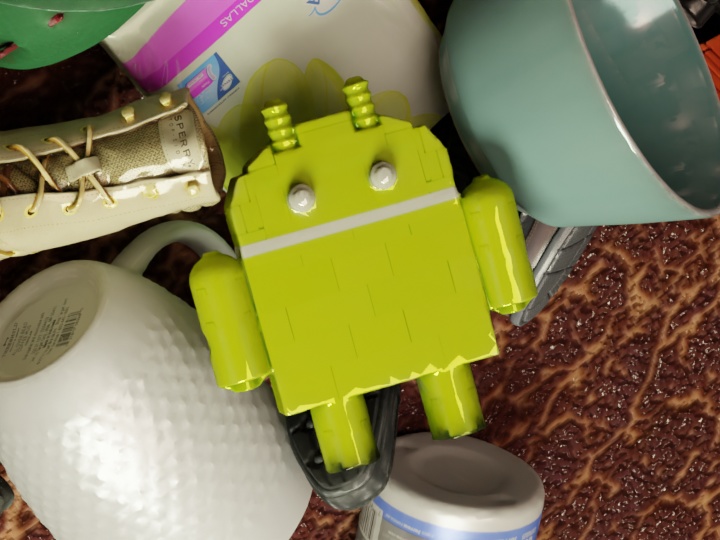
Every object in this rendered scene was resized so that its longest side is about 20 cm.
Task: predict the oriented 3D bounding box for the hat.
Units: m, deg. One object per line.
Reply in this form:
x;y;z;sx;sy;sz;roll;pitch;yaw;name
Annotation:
-0.173;-0.110;1.266;0.166;0.199;0.177;-40;146;-48;hat

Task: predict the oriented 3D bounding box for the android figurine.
0.000;0.000;1.302;0.181;0.041;0.201;-14;95;-9;android figurine

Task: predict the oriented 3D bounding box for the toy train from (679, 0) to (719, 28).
0.243;-0.238;1.456;0.200;0.085;0.114;-48;141;-2;toy train

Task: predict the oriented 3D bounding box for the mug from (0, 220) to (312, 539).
-0.120;0.064;1.383;0.176;0.147;0.201;53;52;-36;mug

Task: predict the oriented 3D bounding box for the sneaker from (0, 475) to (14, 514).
-0.240;0.109;1.378;0.104;0.060;0.201;11;112;-32;sneaker

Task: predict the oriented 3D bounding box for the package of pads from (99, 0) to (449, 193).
-0.045;-0.127;1.366;0.154;0.068;0.200;-42;128;-4;package of pads

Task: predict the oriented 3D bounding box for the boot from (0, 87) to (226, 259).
-0.155;-0.049;1.247;0.155;0.200;0.073;-14;83;9;boot

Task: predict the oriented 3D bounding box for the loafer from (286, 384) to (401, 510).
-0.003;0.066;1.409;0.068;0.201;0.071;-24;127;14;loafer

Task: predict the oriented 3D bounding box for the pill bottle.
0.044;0.215;1.557;0.113;0.114;0.201;-2;114;-29;pill bottle

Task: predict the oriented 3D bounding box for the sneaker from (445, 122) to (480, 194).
0.052;-0.026;1.419;0.200;0.073;0.082;-40;154;-57;sneaker

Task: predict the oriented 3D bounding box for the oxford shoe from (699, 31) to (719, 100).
0.236;-0.118;1.533;0.200;0.071;0.072;-39;167;12;oxford shoe

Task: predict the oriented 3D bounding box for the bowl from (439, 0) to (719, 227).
0.116;-0.104;1.374;0.105;0.202;0.201;-23;131;24;bowl

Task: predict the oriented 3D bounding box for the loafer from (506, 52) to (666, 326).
0.126;-0.063;1.508;0.201;0.063;0.072;-62;164;18;loafer
